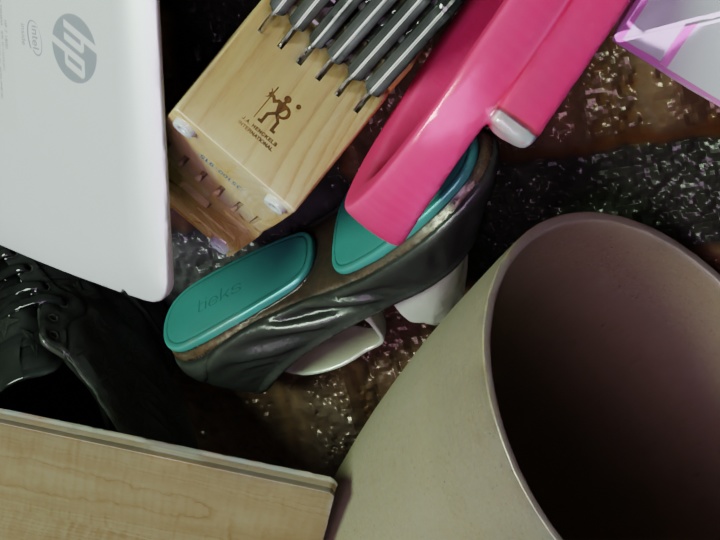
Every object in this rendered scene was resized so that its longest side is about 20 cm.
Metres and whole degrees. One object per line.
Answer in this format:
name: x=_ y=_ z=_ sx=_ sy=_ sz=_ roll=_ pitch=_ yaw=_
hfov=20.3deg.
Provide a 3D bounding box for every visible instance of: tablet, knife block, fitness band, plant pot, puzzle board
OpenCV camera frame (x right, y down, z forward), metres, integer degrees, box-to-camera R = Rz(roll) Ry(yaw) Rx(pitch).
tablet: x=-0.125 y=-0.095 z=0.815 sx=0.130 sy=0.014 sz=0.201 roll=18 pitch=119 yaw=40
knife block: x=-0.010 y=-0.101 z=0.841 sx=0.064 sy=0.176 sz=0.200 roll=40 pitch=164 yaw=-6
fitness band: x=0.063 y=-0.095 z=0.748 sx=0.037 sy=0.144 sz=0.201 roll=35 pitch=85 yaw=-7
plant pot: x=0.064 y=0.104 z=0.864 sx=0.187 sy=0.188 sz=0.200 roll=44 pitch=133 yaw=-9
puzzle board: x=-0.119 y=0.121 z=0.880 sx=0.199 sy=0.017 sz=0.151 roll=12 pitch=132 yaw=-2

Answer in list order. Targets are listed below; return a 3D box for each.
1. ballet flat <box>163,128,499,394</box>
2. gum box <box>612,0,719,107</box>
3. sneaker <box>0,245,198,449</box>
ballet flat: x=0.000 y=0.000 z=0.881 sx=0.199 sy=0.068 sz=0.068 roll=-28 pitch=129 yaw=36
gum box: x=0.168 y=-0.156 z=0.723 sx=0.066 sy=0.114 sz=0.200 roll=31 pitch=120 yaw=-3
sneaker: x=-0.144 y=0.023 z=0.906 sx=0.200 sy=0.104 sz=0.060 roll=44 pitch=119 yaw=-9
